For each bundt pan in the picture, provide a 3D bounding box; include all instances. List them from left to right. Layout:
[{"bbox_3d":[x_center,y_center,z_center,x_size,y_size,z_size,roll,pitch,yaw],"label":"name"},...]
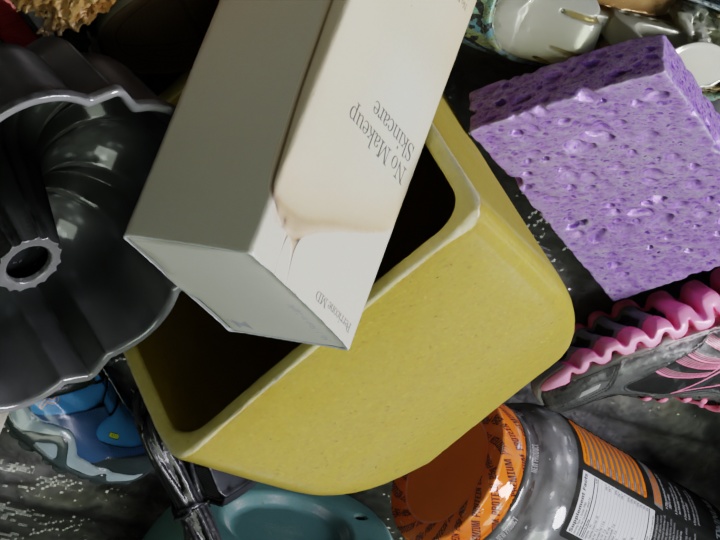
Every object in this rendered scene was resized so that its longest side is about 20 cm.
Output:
[{"bbox_3d":[-0.168,-0.027,1.037,0.202,0.076,0.202,-23,144,-18],"label":"bundt pan"}]

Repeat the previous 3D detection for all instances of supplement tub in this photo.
[{"bbox_3d":[0.122,0.157,1.352,0.200,0.123,0.123,31,112,-31],"label":"supplement tub"}]

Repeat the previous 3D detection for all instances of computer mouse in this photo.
[{"bbox_3d":[-0.062,0.110,1.204,0.046,0.200,0.141,-18,95,9],"label":"computer mouse"}]

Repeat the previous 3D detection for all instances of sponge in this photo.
[{"bbox_3d":[0.149,-0.052,1.218,0.111,0.030,0.200,-16,145,23],"label":"sponge"}]

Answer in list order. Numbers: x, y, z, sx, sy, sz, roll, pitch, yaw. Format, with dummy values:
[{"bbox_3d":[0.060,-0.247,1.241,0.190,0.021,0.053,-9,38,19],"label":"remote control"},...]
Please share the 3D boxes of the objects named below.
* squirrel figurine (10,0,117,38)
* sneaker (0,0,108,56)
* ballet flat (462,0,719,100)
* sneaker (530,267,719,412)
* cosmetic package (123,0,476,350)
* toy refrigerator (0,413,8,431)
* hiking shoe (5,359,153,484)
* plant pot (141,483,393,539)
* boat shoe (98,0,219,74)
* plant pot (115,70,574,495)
[{"bbox_3d":[-0.115,-0.203,0.986,0.141,0.187,0.200,-13,127,-7],"label":"squirrel figurine"},{"bbox_3d":[-0.199,-0.155,1.083,0.085,0.077,0.200,-26,125,28],"label":"sneaker"},{"bbox_3d":[0.129,-0.130,1.182,0.200,0.074,0.074,6,123,-20],"label":"ballet flat"},{"bbox_3d":[0.200,0.054,1.313,0.200,0.079,0.096,-20,105,1],"label":"sneaker"},{"bbox_3d":[-0.022,-0.077,1.021,0.073,0.200,0.104,7,159,31],"label":"cosmetic package"},{"bbox_3d":[-0.270,0.102,1.190,0.076,0.070,0.200,38,128,-19],"label":"toy refrigerator"},{"bbox_3d":[-0.165,0.044,1.220,0.087,0.074,0.200,-38,126,13],"label":"hiking shoe"},{"bbox_3d":[-0.058,0.216,1.304,0.200,0.201,0.161,5,113,-19],"label":"plant pot"},{"bbox_3d":[-0.045,-0.169,1.109,0.200,0.065,0.071,-31,142,3],"label":"boat shoe"},{"bbox_3d":[0.000,0.000,1.171,0.195,0.194,0.200,-40,141,14],"label":"plant pot"}]
